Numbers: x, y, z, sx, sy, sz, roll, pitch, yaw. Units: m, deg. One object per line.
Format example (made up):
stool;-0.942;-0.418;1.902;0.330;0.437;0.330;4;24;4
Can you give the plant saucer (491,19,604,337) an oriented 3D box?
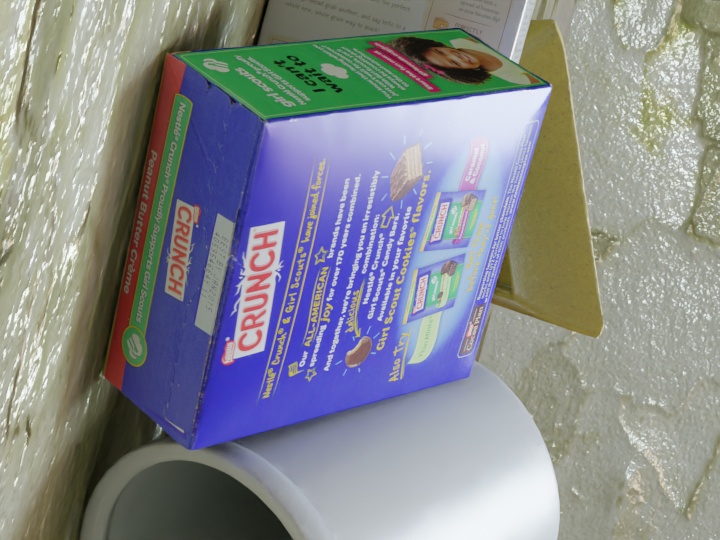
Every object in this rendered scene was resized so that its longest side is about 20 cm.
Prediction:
plant saucer;0.089;-0.061;1.596;0.200;0.048;0.202;-161;-118;-73

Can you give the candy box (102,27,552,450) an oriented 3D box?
candy box;-0.016;-0.020;1.171;0.199;0.077;0.170;-11;125;-46

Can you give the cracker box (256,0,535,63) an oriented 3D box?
cracker box;0.027;-0.157;1.293;0.058;0.133;0.202;-35;142;-78

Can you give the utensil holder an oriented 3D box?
utensil holder;-0.015;0.139;1.242;0.199;0.169;0.171;-22;134;-48
